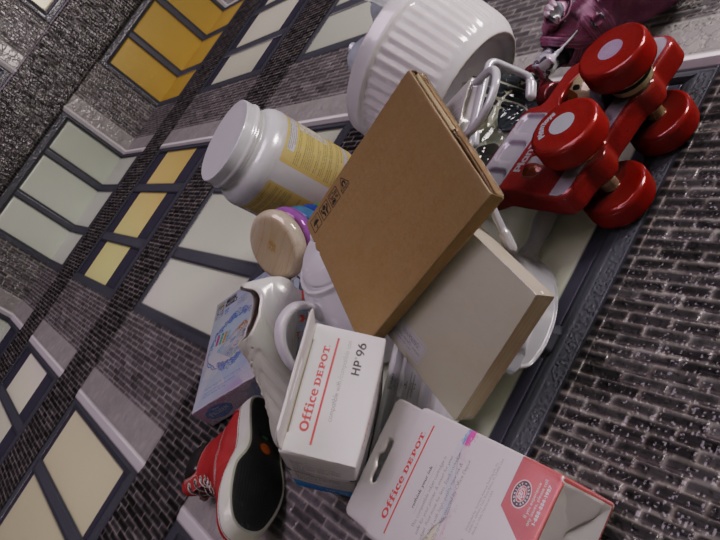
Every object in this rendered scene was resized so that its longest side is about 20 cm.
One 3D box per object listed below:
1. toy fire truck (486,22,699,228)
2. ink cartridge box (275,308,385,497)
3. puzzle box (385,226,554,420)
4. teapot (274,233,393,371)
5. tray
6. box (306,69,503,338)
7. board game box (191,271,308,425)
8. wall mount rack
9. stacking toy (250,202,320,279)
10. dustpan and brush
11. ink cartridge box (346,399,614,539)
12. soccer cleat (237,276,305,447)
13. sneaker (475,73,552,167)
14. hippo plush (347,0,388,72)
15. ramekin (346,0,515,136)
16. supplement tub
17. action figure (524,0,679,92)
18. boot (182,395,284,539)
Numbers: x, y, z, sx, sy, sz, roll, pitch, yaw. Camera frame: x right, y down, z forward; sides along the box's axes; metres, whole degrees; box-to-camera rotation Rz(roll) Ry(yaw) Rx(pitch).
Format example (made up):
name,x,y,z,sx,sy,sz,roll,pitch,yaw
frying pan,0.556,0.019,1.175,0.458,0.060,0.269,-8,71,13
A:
name,x,y,z,sx,sy,sz,roll,pitch,yaw
toy fire truck,0.208,-0.140,0.711,0.200,0.112,0.168,-56,31,-8
ink cartridge box,-0.021,0.126,0.665,0.200,0.068,0.116,88,-165,-65
puzzle box,0.067,0.014,0.654,0.200,0.025,0.133,52,124,41
teapot,0.000,0.000,0.824,0.197,0.146,0.200,-40,33,22
tray,0.053,0.108,0.695,0.107,0.022,0.201,3,78,54
box,0.029,-0.053,0.671,0.200,0.021,0.164,-52,48,34
board game box,-0.140,0.089,1.031,0.200,0.043,0.200,-32,35,31
wall mount rack,0.098,-0.091,0.689,0.200,0.074,0.175,144,143,-67
stacking toy,-0.043,-0.058,0.941,0.085,0.086,0.200,-20,4,43
dustpan and brush,0.146,0.007,0.716,0.139,0.057,0.201,4,68,52
ink cartridge box,0.081,0.186,0.579,0.200,0.067,0.117,16,76,58
soccer cleat,-0.105,0.107,0.858,0.069,0.077,0.201,169,100,-65
sneaker,0.151,-0.146,0.840,0.200,0.086,0.078,-41,68,-18
hippo plush,0.053,-0.325,1.100,0.161,0.199,0.160,-51,47,42
ramekin,0.088,-0.219,0.838,0.105,0.200,0.200,36,88,20
supplement tub,-0.108,-0.138,1.052,0.145,0.200,0.146,-38,38,37
action figure,0.246,-0.277,0.787,0.200,0.134,0.149,-39,31,18
boot,-0.159,0.255,0.855,0.144,0.072,0.200,-42,23,19
